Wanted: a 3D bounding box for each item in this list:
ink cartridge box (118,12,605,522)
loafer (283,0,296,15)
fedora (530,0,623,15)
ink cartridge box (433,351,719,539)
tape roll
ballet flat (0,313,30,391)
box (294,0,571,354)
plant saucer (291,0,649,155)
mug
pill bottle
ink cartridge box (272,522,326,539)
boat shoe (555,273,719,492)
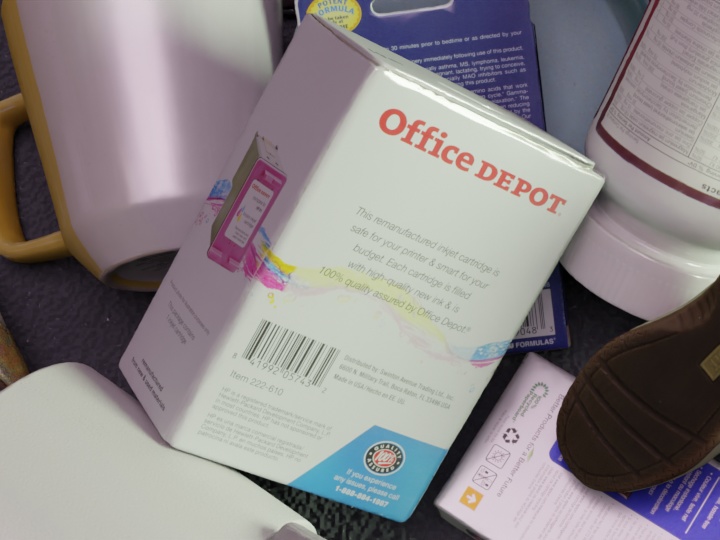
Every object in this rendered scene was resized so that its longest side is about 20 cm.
[{"bbox_3d":[0.000,0.000,0.888,0.200,0.144,0.085,-60,33,12],"label":"ink cartridge box"},{"bbox_3d":[-0.044,-0.182,1.040,0.199,0.063,0.072,-12,72,4],"label":"loafer"},{"bbox_3d":[0.132,-0.231,1.005,0.200,0.092,0.201,2,108,8],"label":"fedora"},{"bbox_3d":[0.144,0.131,0.933,0.200,0.037,0.095,30,78,18],"label":"ink cartridge box"},{"bbox_3d":[-0.133,0.163,0.872,0.139,0.203,0.203,34,80,16],"label":"tape roll"},{"bbox_3d":[-0.244,0.013,1.009,0.200,0.071,0.071,26,78,14],"label":"ballet flat"},{"bbox_3d":[0.038,-0.053,0.961,0.121,0.032,0.201,-6,101,5],"label":"box"},{"bbox_3d":[0.061,-0.094,0.983,0.199,0.027,0.201,1,99,4],"label":"plant saucer"},{"bbox_3d":[-0.110,-0.068,0.989,0.149,0.187,0.154,-3,74,-24],"label":"mug"},{"bbox_3d":[0.175,-0.079,0.901,0.109,0.110,0.200,30,114,15],"label":"pill bottle"},{"bbox_3d":[-0.012,0.235,0.843,0.045,0.200,0.176,22,74,51],"label":"ink cartridge box"},{"bbox_3d":[0.175,0.040,0.873,0.200,0.076,0.072,-42,72,41],"label":"boat shoe"}]
